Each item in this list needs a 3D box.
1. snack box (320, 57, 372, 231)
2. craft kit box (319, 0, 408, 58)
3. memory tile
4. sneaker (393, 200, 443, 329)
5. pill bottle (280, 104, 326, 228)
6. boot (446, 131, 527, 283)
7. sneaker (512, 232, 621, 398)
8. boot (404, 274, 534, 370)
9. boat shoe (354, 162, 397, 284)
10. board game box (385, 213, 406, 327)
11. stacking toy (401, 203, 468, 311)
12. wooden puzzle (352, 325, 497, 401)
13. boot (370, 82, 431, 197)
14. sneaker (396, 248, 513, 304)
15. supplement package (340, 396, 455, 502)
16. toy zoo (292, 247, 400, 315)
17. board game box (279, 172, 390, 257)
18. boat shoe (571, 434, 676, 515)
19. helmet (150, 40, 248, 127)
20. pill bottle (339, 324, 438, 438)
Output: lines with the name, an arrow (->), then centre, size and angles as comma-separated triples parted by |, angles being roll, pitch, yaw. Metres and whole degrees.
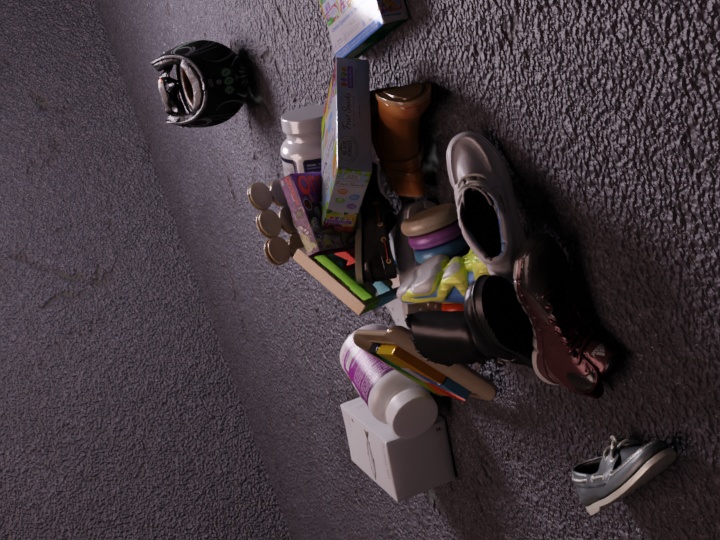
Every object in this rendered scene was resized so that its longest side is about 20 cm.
snack box -> -0.022, -0.177, 1.283 | 0.142, 0.053, 0.201 | 108, 164, -57
craft kit box -> -0.013, -0.417, 1.292 | 0.200, 0.048, 0.198 | -6, 104, 70
memory tile -> -0.112, -0.094, 1.630 | 0.017, 0.200, 0.154 | -22, 87, 40
sneaker -> 0.085, 0.002, 1.319 | 0.080, 0.076, 0.201 | 169, 103, -64
pill bottle -> -0.073, -0.172, 1.554 | 0.116, 0.115, 0.201 | 38, 141, 57
boot -> 0.141, -0.087, 1.052 | 0.096, 0.073, 0.201 | 34, -147, -63
sneaker -> 0.239, 0.057, 1.009 | 0.115, 0.076, 0.201 | 32, 146, 54
boot -> 0.127, 0.067, 1.108 | 0.162, 0.074, 0.198 | 1, 155, 38
boat shoe -> 0.022, -0.073, 1.326 | 0.074, 0.063, 0.202 | 77, -171, -59
board game box -> 0.089, 0.040, 1.440 | 0.200, 0.026, 0.200 | 59, 157, 31
stacking toy -> 0.127, 0.013, 1.254 | 0.085, 0.085, 0.201 | 6, 118, 69
wooden puzzle -> 0.087, 0.143, 1.352 | 0.185, 0.037, 0.200 | 33, 165, -10
boot -> 0.064, -0.175, 1.257 | 0.200, 0.073, 0.155 | -136, 33, -75
sneaker -> 0.136, 0.028, 1.166 | 0.105, 0.076, 0.200 | 49, 142, -16
supplement package -> 0.062, 0.297, 1.599 | 0.200, 0.117, 0.117 | 23, 126, 64
toy zoo -> 0.000, 0.000, 1.364 | 0.131, 0.200, 0.020 | 40, 114, 15
board game box -> -0.034, -0.088, 1.362 | 0.032, 0.200, 0.120 | -29, 81, 31
boat shoe -> 0.283, 0.219, 1.014 | 0.062, 0.073, 0.200 | 59, 162, 21
helmet -> -0.336, -0.397, 1.948 | 0.199, 0.191, 0.201 | 10, 112, 25
pill bottle -> 0.049, 0.187, 1.530 | 0.200, 0.112, 0.113 | -128, 27, -52
